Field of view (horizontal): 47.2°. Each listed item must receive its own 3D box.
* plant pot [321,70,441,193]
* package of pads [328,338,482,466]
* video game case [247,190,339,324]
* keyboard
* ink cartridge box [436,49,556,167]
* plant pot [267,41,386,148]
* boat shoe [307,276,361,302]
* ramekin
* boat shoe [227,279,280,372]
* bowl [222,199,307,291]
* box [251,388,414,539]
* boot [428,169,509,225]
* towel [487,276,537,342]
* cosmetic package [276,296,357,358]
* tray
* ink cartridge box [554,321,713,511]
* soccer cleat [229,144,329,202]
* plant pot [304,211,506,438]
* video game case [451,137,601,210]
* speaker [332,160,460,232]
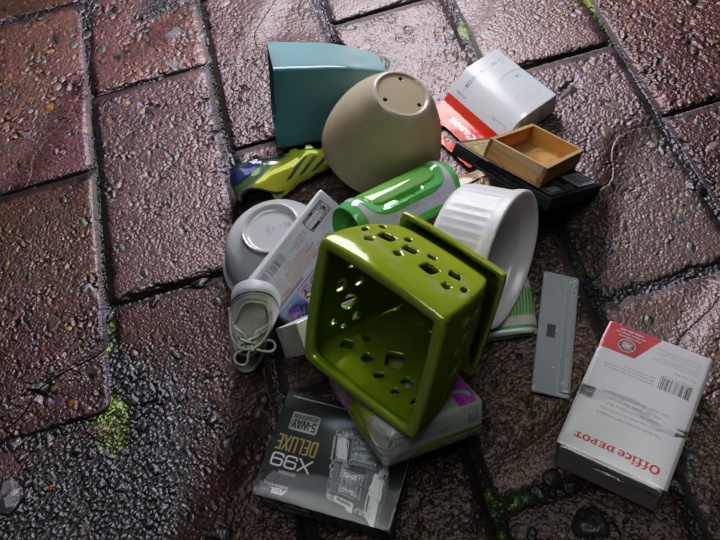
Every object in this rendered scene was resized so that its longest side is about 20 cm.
[{"bbox_3d":[0.048,-0.233,1.304,0.197,0.135,0.203,7,58,-12],"label":"plant pot"},{"bbox_3d":[0.052,0.163,1.125,0.152,0.069,0.200,-15,36,-22],"label":"package of pads"},{"bbox_3d":[-0.052,0.008,1.262,0.182,0.024,0.201,41,66,-8],"label":"video game case"},{"bbox_3d":[0.288,0.091,1.214,0.055,0.011,0.202,9,59,7],"label":"keyboard"},{"bbox_3d":[0.218,-0.289,1.450,0.199,0.048,0.160,-33,59,-15],"label":"ink cartridge box"},{"bbox_3d":[-0.057,-0.315,1.443,0.197,0.143,0.142,-6,34,-9],"label":"plant pot"},{"bbox_3d":[0.000,0.000,1.229,0.198,0.074,0.063,-23,95,-31],"label":"boat shoe"},{"bbox_3d":[0.172,-0.026,1.178,0.097,0.201,0.202,18,61,28],"label":"ramekin"},{"bbox_3d":[-0.158,0.094,1.176,0.073,0.203,0.087,6,58,-12],"label":"boat shoe"},{"bbox_3d":[-0.136,-0.043,1.324,0.198,0.091,0.204,-4,57,7],"label":"bowl"},{"bbox_3d":[-0.030,0.264,1.132,0.197,0.050,0.159,12,59,15],"label":"box"},{"bbox_3d":[0.160,-0.094,1.317,0.197,0.067,0.176,-20,34,-5],"label":"boot"},{"bbox_3d":[0.185,0.021,1.273,0.150,0.024,0.202,-9,55,2],"label":"towel"},{"bbox_3d":[-0.017,0.068,1.198,0.198,0.082,0.051,-22,92,-28],"label":"cosmetic package"},{"bbox_3d":[0.271,-0.180,1.279,0.098,0.037,0.199,32,29,19],"label":"tray"},{"bbox_3d":[0.361,0.191,1.097,0.145,0.083,0.201,22,63,22],"label":"ink cartridge box"},{"bbox_3d":[-0.128,-0.166,1.430,0.197,0.065,0.085,-12,86,-4],"label":"soccer cleat"},{"bbox_3d":[0.065,0.052,1.049,0.199,0.201,0.180,34,41,28],"label":"plant pot"},{"bbox_3d":[0.266,-0.158,1.303,0.180,0.026,0.199,37,30,26],"label":"video game case"},{"bbox_3d":[0.056,-0.095,1.222,0.199,0.089,0.088,-28,56,-30],"label":"speaker"}]
